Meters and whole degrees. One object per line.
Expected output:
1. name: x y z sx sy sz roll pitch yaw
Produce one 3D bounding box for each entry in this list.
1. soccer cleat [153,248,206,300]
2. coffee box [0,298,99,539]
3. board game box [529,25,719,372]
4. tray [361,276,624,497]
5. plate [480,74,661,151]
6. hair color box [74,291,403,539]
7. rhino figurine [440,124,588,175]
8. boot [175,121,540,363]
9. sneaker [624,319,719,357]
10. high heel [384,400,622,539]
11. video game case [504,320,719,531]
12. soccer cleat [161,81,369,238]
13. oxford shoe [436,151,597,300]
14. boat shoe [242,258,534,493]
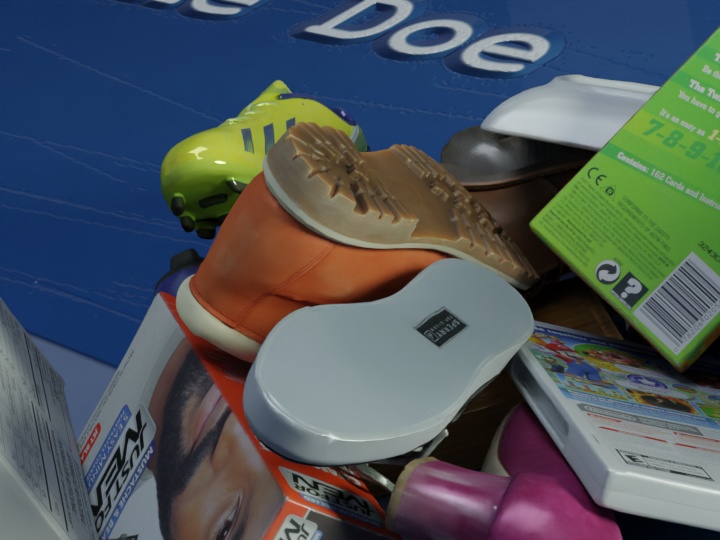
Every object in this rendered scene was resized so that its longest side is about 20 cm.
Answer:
1. soccer cleat: -0.011 0.021 1.146 0.199 0.065 0.084 -9 57 -2
2. coffee box: -0.249 0.079 0.931 0.199 0.198 0.200 -33 28 2
3. board game box: 0.179 -0.059 0.974 0.200 0.030 0.096 -46 73 3
4. tray: 0.030 0.062 1.061 0.199 0.037 0.099 -14 28 -4
5. plate: 0.172 -0.071 1.089 0.199 0.032 0.200 11 7 11
6. hair color box: -0.064 0.104 0.934 0.064 0.111 0.200 24 12 -29
7. rhino figurine: 0.132 -0.041 1.165 0.199 0.060 0.087 10 14 13
8. boot: 0.000 0.000 0.982 0.200 0.107 0.075 12 33 -53
9. sneaker: 0.221 -0.009 1.023 0.199 0.074 0.080 -4 69 -5
10. high heel: 0.088 0.099 0.894 0.096 0.068 0.200 19 3 21
11. video game case: 0.141 0.068 0.916 0.143 0.018 0.200 12 14 -13
12. soccer cleat: -0.054 -0.064 1.185 0.064 0.084 0.200 -14 -8 25
13. oxford shoe: 0.090 -0.013 1.087 0.199 0.071 0.071 -4 51 3
14. boat shoe: 0.004 0.050 0.880 0.074 0.068 0.199 37 26 9
